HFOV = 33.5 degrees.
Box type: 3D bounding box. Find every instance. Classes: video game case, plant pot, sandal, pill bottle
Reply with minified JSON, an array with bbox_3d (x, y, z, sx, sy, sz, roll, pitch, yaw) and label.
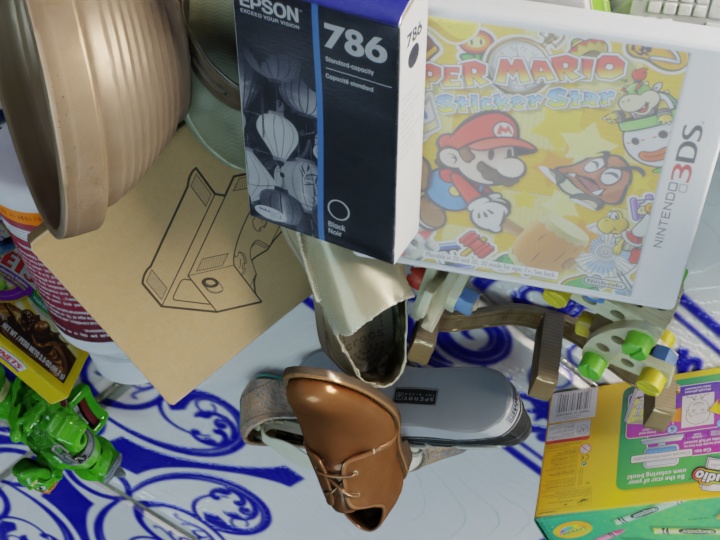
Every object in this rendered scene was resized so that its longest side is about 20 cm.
[{"bbox_3d":[0.094,-0.064,0.666,0.198,0.023,0.183,10,134,9],"label":"video game case"},{"bbox_3d":[-0.154,-0.127,0.680,0.092,0.202,0.202,-16,141,-20],"label":"plant pot"},{"bbox_3d":[-0.073,-0.134,0.682,0.079,0.058,0.202,-8,134,-5],"label":"sandal"},{"bbox_3d":[-0.182,-0.015,0.853,0.112,0.114,0.201,2,134,15],"label":"pill bottle"}]

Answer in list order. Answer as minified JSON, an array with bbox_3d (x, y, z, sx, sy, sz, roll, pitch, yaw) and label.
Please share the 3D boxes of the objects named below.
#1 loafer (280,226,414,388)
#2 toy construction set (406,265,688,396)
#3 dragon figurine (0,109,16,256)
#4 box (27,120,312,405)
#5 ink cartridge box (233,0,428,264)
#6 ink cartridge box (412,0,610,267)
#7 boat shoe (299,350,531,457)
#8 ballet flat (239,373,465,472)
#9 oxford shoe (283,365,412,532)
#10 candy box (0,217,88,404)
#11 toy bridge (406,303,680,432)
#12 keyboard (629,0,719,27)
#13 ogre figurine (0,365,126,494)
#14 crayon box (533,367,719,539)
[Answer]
[{"bbox_3d":[0.000,0.000,0.792,0.075,0.068,0.201,-30,135,-16],"label":"loafer"},{"bbox_3d":[0.131,0.010,0.805,0.198,0.093,0.131,15,154,4],"label":"toy construction set"},{"bbox_3d":[-0.299,-0.028,0.819,0.058,0.201,0.100,-7,127,42],"label":"dragon figurine"},{"bbox_3d":[-0.092,-0.025,0.793,0.199,0.021,0.164,-38,125,-5],"label":"box"},{"bbox_3d":[-0.016,-0.100,0.631,0.099,0.039,0.201,19,135,20],"label":"ink cartridge box"},{"bbox_3d":[0.077,-0.101,0.707,0.146,0.076,0.201,-3,132,20],"label":"ink cartridge box"},{"bbox_3d":[0.038,0.105,0.938,0.197,0.074,0.068,-3,150,27],"label":"boat shoe"},{"bbox_3d":[-0.008,0.142,0.992,0.198,0.068,0.068,10,137,7],"label":"ballet flat"},{"bbox_3d":[-0.008,0.131,0.852,0.071,0.072,0.201,4,149,23],"label":"oxford shoe"},{"bbox_3d":[-0.280,0.001,0.909,0.026,0.103,0.200,-22,125,33],"label":"candy box"},{"bbox_3d":[0.135,0.060,0.862,0.198,0.068,0.027,15,138,0],"label":"toy bridge"},{"bbox_3d":[0.180,-0.102,0.725,0.056,0.011,0.201,10,137,8],"label":"keyboard"},{"bbox_3d":[-0.278,0.133,1.043,0.198,0.099,0.120,-3,144,32],"label":"ogre figurine"},{"bbox_3d":[0.233,0.139,0.874,0.198,0.119,0.058,-13,130,28],"label":"crayon box"}]
